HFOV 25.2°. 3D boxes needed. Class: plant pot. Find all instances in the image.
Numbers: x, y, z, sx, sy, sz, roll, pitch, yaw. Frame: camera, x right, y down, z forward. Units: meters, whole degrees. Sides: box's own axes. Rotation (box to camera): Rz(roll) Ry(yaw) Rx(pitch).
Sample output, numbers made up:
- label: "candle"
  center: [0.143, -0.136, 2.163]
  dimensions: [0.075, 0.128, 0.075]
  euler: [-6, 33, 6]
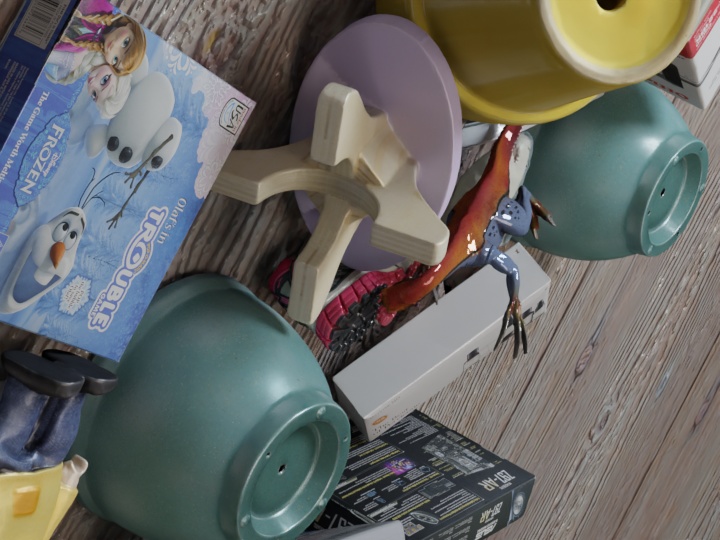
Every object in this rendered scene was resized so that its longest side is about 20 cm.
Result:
- label: "plant pot"
  center: [0.135, -0.199, 1.139]
  dimensions: [0.201, 0.189, 0.201]
  euler: [-4, 100, -21]
- label: "plant pot"
  center: [0.243, -0.092, 1.521]
  dimensions: [0.200, 0.134, 0.200]
  euler: [-36, 140, -38]
- label: "plant pot"
  center: [-0.094, 0.120, 1.162]
  dimensions: [0.200, 0.134, 0.200]
  euler: [-36, 140, -37]

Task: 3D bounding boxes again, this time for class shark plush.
- label: "shark plush"
  center: [0.110, -0.027, 1.419]
  dimensions: [0.083, 0.091, 0.200]
  euler: [-44, 146, -42]

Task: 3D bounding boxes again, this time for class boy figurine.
- label: "boy figurine"
  center: [-0.224, 0.149, 1.021]
  dimensions: [0.124, 0.064, 0.200]
  euler: [7, 103, -62]

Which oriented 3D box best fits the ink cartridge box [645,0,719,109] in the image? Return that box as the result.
- label: "ink cartridge box"
  center: [0.244, -0.227, 1.371]
  dimensions: [0.084, 0.144, 0.200]
  euler: [-60, 161, -1]

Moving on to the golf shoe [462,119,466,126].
- label: "golf shoe"
  center: [0.048, -0.123, 1.275]
  dimensions: [0.200, 0.078, 0.094]
  euler: [-60, 176, -15]

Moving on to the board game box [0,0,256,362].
- label: "board game box"
  center: [-0.172, -0.056, 1.001]
  dimensions: [0.200, 0.043, 0.199]
  euler: [-62, 151, -1]

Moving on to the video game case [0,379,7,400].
- label: "video game case"
  center: [-0.287, 0.166, 1.021]
  dimensions: [0.200, 0.024, 0.182]
  euler: [-13, 124, -53]

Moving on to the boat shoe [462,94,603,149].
- label: "boat shoe"
  center: [0.129, -0.148, 1.381]
  dimensions: [0.200, 0.069, 0.057]
  euler: [-24, 98, -37]

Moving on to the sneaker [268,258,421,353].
- label: "sneaker"
  center: [0.000, 0.000, 1.289]
  dimensions: [0.081, 0.075, 0.200]
  euler: [-59, 166, 20]

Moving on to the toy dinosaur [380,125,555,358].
- label: "toy dinosaur"
  center: [0.073, -0.030, 1.249]
  dimensions: [0.181, 0.105, 0.200]
  euler: [-8, 92, -63]

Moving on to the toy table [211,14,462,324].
- label: "toy table"
  center: [-0.010, -0.068, 1.134]
  dimensions: [0.117, 0.184, 0.200]
  euler: [-51, 144, -53]

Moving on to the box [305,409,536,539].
- label: "box"
  center: [0.033, 0.187, 1.394]
  dimensions: [0.200, 0.160, 0.044]
  euler: [-18, 128, -52]

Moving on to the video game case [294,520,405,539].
- label: "video game case"
  center: [-0.093, 0.229, 1.233]
  dimensions: [0.200, 0.182, 0.022]
  euler: [-7, 85, -55]

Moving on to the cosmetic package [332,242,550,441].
- label: "cosmetic package"
  center: [0.072, 0.063, 1.387]
  dimensions: [0.200, 0.051, 0.083]
  euler: [-36, 160, -9]
